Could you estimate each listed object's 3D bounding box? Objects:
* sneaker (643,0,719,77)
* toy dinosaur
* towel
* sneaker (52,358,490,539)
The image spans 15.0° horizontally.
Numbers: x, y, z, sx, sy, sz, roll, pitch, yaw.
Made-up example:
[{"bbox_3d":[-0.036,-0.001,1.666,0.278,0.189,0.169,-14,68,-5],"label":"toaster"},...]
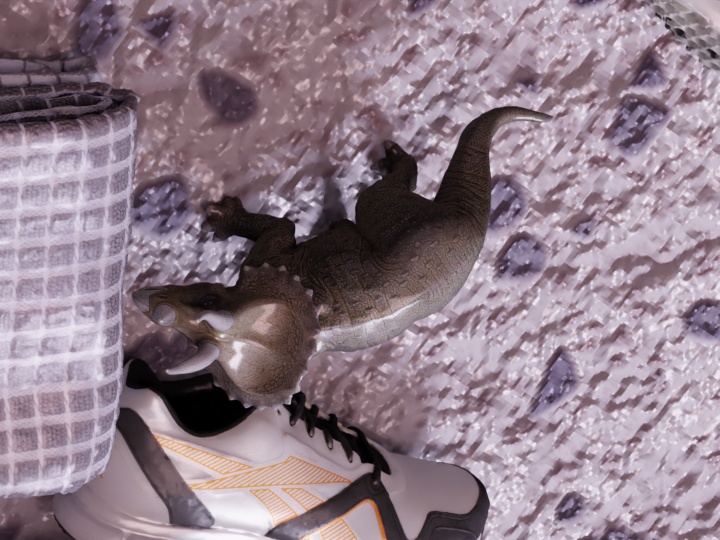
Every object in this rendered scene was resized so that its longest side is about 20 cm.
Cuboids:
[{"bbox_3d":[0.143,-0.159,1.118,0.100,0.069,0.200,-50,131,-3],"label":"sneaker"},{"bbox_3d":[0.000,0.000,1.101,0.199,0.102,0.077,-20,124,-16],"label":"toy dinosaur"},{"bbox_3d":[-0.183,0.009,1.020,0.199,0.086,0.167,-6,118,-25],"label":"towel"},{"bbox_3d":[-0.027,0.085,1.153,0.199,0.074,0.080,7,111,-31],"label":"sneaker"}]
